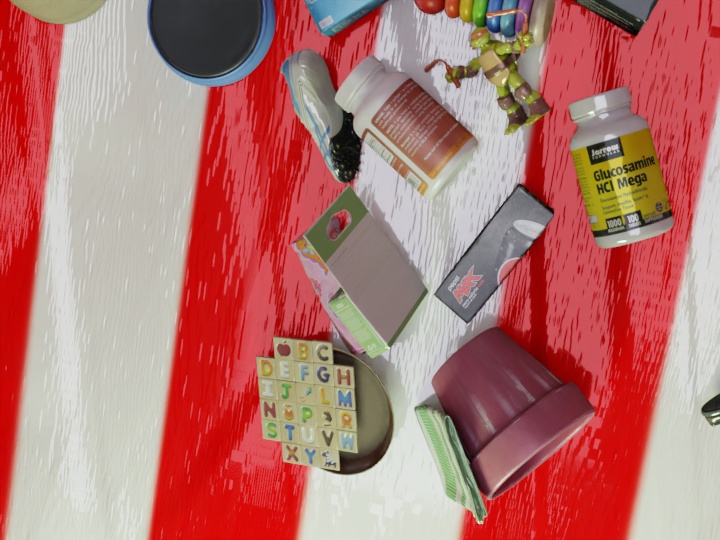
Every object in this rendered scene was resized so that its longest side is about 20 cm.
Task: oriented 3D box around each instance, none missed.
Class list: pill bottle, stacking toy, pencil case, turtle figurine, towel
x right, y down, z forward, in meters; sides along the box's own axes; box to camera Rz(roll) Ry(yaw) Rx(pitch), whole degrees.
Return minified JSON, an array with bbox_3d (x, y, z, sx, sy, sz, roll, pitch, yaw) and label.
[{"bbox_3d":[0.351,-0.142,1.450,0.110,0.112,0.204,-16,93,12],"label":"pill bottle"},{"bbox_3d":[0.062,-0.206,1.500,0.200,0.112,0.112,43,102,3],"label":"pill bottle"},{"bbox_3d":[0.169,-0.373,1.485,0.196,0.085,0.087,14,99,17],"label":"stacking toy"},{"bbox_3d":[-0.023,0.024,1.560,0.087,0.087,0.202,-30,91,13],"label":"pencil case"},{"bbox_3d":[0.190,-0.275,1.482,0.198,0.064,0.163,-22,104,46],"label":"turtle figurine"},{"bbox_3d":[0.125,0.267,1.499,0.023,0.200,0.155,-21,92,-7],"label":"towel"}]

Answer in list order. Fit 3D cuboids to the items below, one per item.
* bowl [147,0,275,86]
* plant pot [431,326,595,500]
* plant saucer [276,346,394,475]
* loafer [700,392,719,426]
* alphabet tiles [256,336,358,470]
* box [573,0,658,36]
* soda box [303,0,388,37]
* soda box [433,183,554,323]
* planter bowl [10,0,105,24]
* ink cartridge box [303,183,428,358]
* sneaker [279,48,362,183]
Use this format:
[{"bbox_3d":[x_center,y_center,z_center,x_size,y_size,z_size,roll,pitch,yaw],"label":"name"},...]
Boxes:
[{"bbox_3d":[-0.224,-0.378,1.574,0.196,0.039,0.205,1,97,10],"label":"bowl"},{"bbox_3d":[0.200,0.189,1.487,0.200,0.199,0.180,-43,72,12],"label":"plant pot"},{"bbox_3d":[-0.034,0.206,1.584,0.196,0.032,0.204,8,109,23],"label":"plant saucer"},{"bbox_3d":[0.574,0.176,1.466,0.198,0.072,0.064,-28,97,11],"label":"loafer"},{"bbox_3d":[-0.080,0.199,1.584,0.163,0.006,0.204,5,107,26],"label":"alphabet tiles"},{"bbox_3d":[0.308,-0.403,1.415,0.198,0.141,0.080,32,102,5],"label":"box"},{"bbox_3d":[0.018,-0.413,1.508,0.198,0.068,0.065,-29,91,13],"label":"soda box"},{"bbox_3d":[0.192,-0.024,1.520,0.070,0.063,0.201,38,102,5],"label":"soda box"},{"bbox_3d":[-0.472,-0.474,1.563,0.196,0.135,0.205,1,97,11],"label":"planter bowl"},{"bbox_3d":[0.000,0.000,1.498,0.048,0.146,0.201,-29,105,42],"label":"ink cartridge box"},{"bbox_3d":[-0.057,-0.224,1.552,0.072,0.071,0.203,-11,104,50],"label":"sneaker"}]
